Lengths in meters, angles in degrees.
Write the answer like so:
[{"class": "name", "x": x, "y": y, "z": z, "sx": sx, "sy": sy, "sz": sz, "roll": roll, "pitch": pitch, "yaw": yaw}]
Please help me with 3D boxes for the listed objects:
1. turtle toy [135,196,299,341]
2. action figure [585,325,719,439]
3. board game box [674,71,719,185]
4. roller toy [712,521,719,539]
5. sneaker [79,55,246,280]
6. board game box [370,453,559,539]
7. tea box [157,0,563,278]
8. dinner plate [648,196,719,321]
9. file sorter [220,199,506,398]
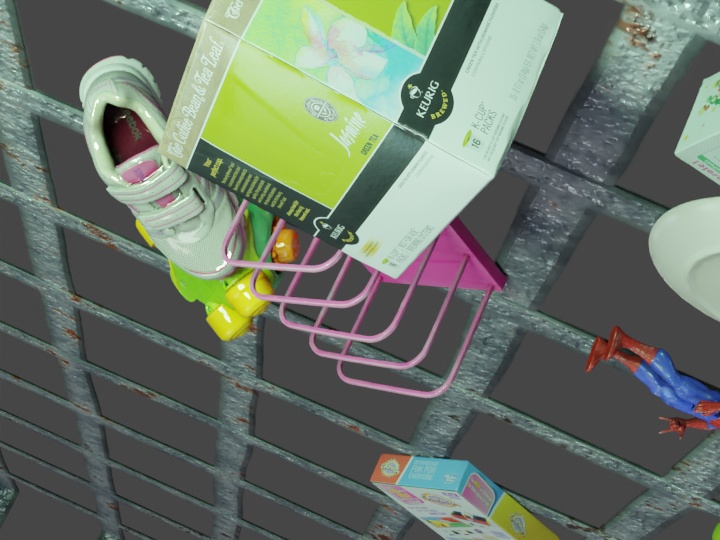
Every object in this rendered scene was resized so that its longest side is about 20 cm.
[{"class": "turtle toy", "x": -0.121, "y": -0.022, "z": 1.299, "sx": 0.146, "sy": 0.101, "sz": 0.200, "roll": 52, "pitch": 156, "yaw": 4}, {"class": "action figure", "x": 0.292, "y": 0.115, "z": 1.253, "sx": 0.199, "sy": 0.052, "sz": 0.065, "roll": 25, "pitch": 153, "yaw": -6}, {"class": "board game box", "x": 0.299, "y": -0.078, "z": 0.816, "sx": 0.147, "sy": 0.065, "sz": 0.200, "roll": 33, "pitch": 154, "yaw": -16}, {"class": "roller toy", "x": 0.449, "y": 0.318, "z": 1.402, "sx": 0.182, "sy": 0.141, "sz": 0.199, "roll": 39, "pitch": 153, "yaw": -31}, {"class": "sneaker", "x": -0.165, "y": -0.072, "z": 1.162, "sx": 0.201, "sy": 0.081, "sz": 0.088, "roll": 55, "pitch": -169, "yaw": -12}, {"class": "board game box", "x": 0.130, "y": 0.296, "z": 1.800, "sx": 0.152, "sy": 0.041, "sz": 0.200, "roll": -2, "pitch": 145, "yaw": 47}, {"class": "tea box", "x": -0.008, "y": -0.120, "z": 0.942, "sx": 0.196, "sy": 0.134, "sz": 0.200, "roll": 27, "pitch": 157, "yaw": -7}, {"class": "dinner plate", "x": 0.303, "y": 0.013, "z": 1.054, "sx": 0.199, "sy": 0.024, "sz": 0.201, "roll": 22, "pitch": 158, "yaw": 9}, {"class": "file sorter", "x": 0.000, "y": 0.000, "z": 1.197, "sx": 0.138, "sy": 0.126, "sz": 0.200, "roll": 5, "pitch": 150, "yaw": 40}]
